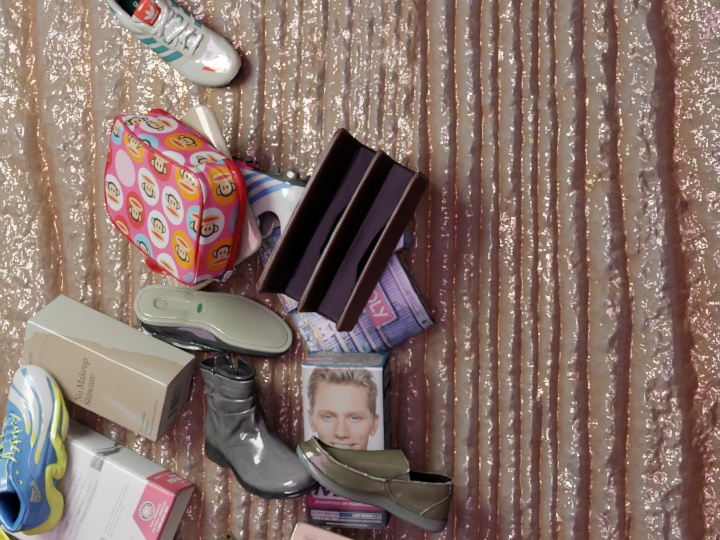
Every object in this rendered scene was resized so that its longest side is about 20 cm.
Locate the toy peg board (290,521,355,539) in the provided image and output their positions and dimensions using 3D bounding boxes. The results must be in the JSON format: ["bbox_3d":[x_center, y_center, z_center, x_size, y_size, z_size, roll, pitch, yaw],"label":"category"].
[{"bbox_3d":[-0.015,0.427,1.281,0.198,0.098,0.201,19,77,1],"label":"toy peg board"}]

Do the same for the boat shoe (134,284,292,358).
[{"bbox_3d":[-0.181,0.071,1.338,0.197,0.068,0.072,13,52,2],"label":"boat shoe"}]

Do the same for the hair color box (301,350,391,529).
[{"bbox_3d":[-0.015,0.200,1.276,0.099,0.061,0.203,0,103,10],"label":"hair color box"}]

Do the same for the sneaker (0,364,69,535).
[{"bbox_3d":[-0.394,0.214,1.264,0.075,0.105,0.203,-8,87,11],"label":"sneaker"}]

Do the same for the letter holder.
[{"bbox_3d":[-0.019,-0.042,1.200,0.100,0.142,0.202,28,93,10],"label":"letter holder"}]

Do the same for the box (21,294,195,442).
[{"bbox_3d":[-0.314,0.119,1.334,0.198,0.078,0.096,22,120,11],"label":"box"}]

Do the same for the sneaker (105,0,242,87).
[{"bbox_3d":[-0.240,-0.296,1.333,0.199,0.093,0.071,37,96,9],"label":"sneaker"}]

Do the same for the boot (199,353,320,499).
[{"bbox_3d":[-0.128,0.179,1.261,0.199,0.069,0.133,16,115,41],"label":"boot"}]

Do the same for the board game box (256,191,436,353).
[{"bbox_3d":[0.000,0.000,1.299,0.198,0.062,0.202,-30,84,10],"label":"board game box"}]

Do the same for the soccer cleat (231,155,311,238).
[{"bbox_3d":[-0.134,-0.088,1.286,0.199,0.069,0.087,19,95,44],"label":"soccer cleat"}]

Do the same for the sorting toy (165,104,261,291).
[{"bbox_3d":[-0.200,-0.080,1.311,0.199,0.036,0.187,-27,82,49],"label":"sorting toy"}]

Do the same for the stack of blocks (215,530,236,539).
[{"bbox_3d":[-0.206,0.436,1.332,0.200,0.059,0.115,-43,82,7],"label":"stack of blocks"}]

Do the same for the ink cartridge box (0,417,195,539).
[{"bbox_3d":[-0.329,0.294,1.344,0.198,0.085,0.147,25,94,10],"label":"ink cartridge box"}]

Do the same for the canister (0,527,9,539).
[{"bbox_3d":[-0.525,0.394,1.350,0.149,0.086,0.200,49,119,8],"label":"canister"}]

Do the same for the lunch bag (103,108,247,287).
[{"bbox_3d":[-0.220,-0.074,1.245,0.199,0.081,0.178,37,128,34],"label":"lunch bag"}]

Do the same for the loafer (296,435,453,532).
[{"bbox_3d":[0.021,0.226,1.212,0.198,0.075,0.070,26,95,-18],"label":"loafer"}]
